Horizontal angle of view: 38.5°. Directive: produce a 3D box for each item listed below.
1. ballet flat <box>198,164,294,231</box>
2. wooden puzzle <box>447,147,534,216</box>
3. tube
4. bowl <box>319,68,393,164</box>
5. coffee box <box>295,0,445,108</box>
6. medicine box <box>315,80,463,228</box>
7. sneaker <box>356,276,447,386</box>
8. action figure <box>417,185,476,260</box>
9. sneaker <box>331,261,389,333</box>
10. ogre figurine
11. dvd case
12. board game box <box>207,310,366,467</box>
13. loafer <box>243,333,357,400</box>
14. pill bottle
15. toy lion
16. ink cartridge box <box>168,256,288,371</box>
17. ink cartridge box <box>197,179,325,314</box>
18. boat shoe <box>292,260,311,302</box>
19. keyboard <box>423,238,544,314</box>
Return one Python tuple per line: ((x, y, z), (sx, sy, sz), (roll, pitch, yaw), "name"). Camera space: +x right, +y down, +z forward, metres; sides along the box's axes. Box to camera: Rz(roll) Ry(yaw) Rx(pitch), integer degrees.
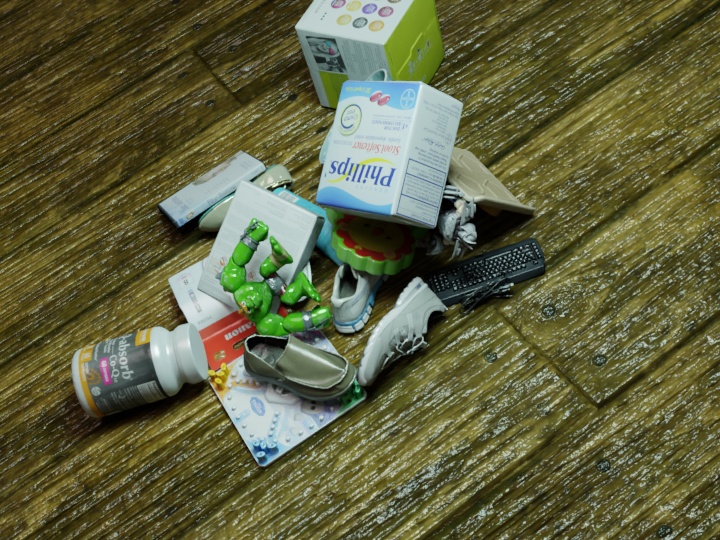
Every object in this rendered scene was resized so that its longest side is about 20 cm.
((-0.202, -0.120, 1.873), (0.199, 0.070, 0.069), (-39, 52, -16), "ballet flat")
((0.174, -0.150, 1.723), (0.200, 0.184, 0.047), (46, 114, 33), "wooden puzzle")
((-0.082, -0.083, 1.814), (0.199, 0.050, 0.078), (33, 95, 32), "tube")
((0.023, -0.247, 1.845), (0.201, 0.104, 0.202), (-48, 21, 25), "bowl")
((0.026, -0.434, 1.960), (0.195, 0.201, 0.201), (16, 58, 26), "coffee box")
((0.043, -0.180, 1.594), (0.180, 0.102, 0.204), (12, 88, 47), "medicine box")
((0.065, 0.103, 1.601), (0.081, 0.075, 0.201), (34, 68, 7), "sneaker")
((0.115, -0.094, 1.636), (0.069, 0.132, 0.200), (-13, 43, -41), "action figure")
((0.000, 0.000, 1.699), (0.074, 0.087, 0.202), (3, 52, 22), "sneaker")
((-0.145, 0.032, 1.651), (0.119, 0.201, 0.098), (-38, 21, 4), "ogre figurine")
((-0.279, -0.155, 1.912), (0.199, 0.018, 0.142), (-35, 27, -11), "dvd case")
((-0.120, 0.180, 1.627), (0.198, 0.026, 0.200), (-32, 52, -10), "board game box")
((-0.101, 0.145, 1.585), (0.196, 0.070, 0.076), (8, 56, 22), "loafer")
((-0.353, 0.157, 1.659), (0.196, 0.117, 0.118), (-17, 49, 3), "pill bottle")
((0.018, -0.075, 1.712), (0.199, 0.069, 0.191), (36, 46, 26), "toy lion")
((-0.222, 0.051, 1.749), (0.161, 0.058, 0.201), (-28, 45, -7), "ink cartridge box")
((-0.168, -0.029, 1.736), (0.158, 0.047, 0.203), (25, 96, 19), "ink cartridge box")
((-0.131, -0.028, 1.774), (0.074, 0.060, 0.203), (-20, 67, 0), "boat shoe")
((0.204, 0.003, 1.665), (0.197, 0.040, 0.105), (-20, 49, 2), "keyboard")
